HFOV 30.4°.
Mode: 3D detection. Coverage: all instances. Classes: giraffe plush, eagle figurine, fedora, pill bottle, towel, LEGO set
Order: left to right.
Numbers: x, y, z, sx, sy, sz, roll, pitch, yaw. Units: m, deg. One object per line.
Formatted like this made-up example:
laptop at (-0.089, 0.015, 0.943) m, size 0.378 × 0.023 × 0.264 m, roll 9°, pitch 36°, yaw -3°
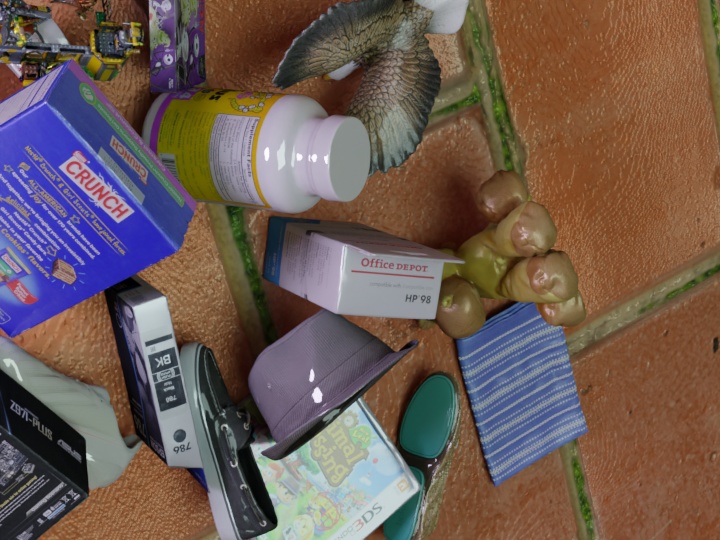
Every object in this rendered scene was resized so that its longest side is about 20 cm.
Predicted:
LEGO set at (-0.246, -0.258, 1.087) m, size 0.152 × 0.116 × 0.203 m, roll 7°, pitch 71°, yaw -24°
pill bottle at (-0.093, -0.108, 1.190) m, size 0.104 × 0.198 × 0.106 m, roll -23°, pitch 117°, yaw -56°
fedora at (-0.042, 0.096, 1.277) m, size 0.176 × 0.200 × 0.091 m, roll -36°, pitch 83°, yaw -30°
eagle figurine at (0.009, -0.206, 1.271) m, size 0.150 × 0.201 × 0.152 m, roll 20°, pitch 136°, yaw -1°
giraffe plush at (0.120, 0.001, 1.385) m, size 0.161 × 0.200 × 0.174 m, roll -28°, pitch 110°, yaw -3°
towel at (0.188, 0.132, 1.528) m, size 0.144 × 0.024 × 0.202 m, roll -26°, pitch 113°, yaw -23°

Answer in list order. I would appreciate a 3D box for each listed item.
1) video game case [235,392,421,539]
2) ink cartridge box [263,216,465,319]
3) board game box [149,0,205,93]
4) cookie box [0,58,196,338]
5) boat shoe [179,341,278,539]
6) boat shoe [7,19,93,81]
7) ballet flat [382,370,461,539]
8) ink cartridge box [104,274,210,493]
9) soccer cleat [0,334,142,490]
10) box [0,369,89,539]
video game case at (-0.055, 0.204, 1.374) m, size 0.181 × 0.022 × 0.201 m, roll -38°, pitch 104°, yaw -18°
ink cartridge box at (0.000, 0.000, 1.280) m, size 0.114 × 0.199 × 0.068 m, roll 4°, pitch 99°, yaw -30°
board game box at (-0.162, -0.264, 1.176) m, size 0.032 × 0.120 × 0.203 m, roll 1°, pitch 103°, yaw 2°
cookie box at (-0.268, -0.055, 1.115) m, size 0.198 × 0.076 × 0.172 m, roll -24°, pitch 122°, yaw 25°
boat shoe at (-0.127, 0.164, 1.290) m, size 0.056 × 0.069 × 0.203 m, roll -12°, pitch 97°, yaw 9°
boat shoe at (-0.251, -0.125, 1.179) m, size 0.065 × 0.072 × 0.202 m, roll -34°, pitch 117°, yaw -12°
ballet flat at (0.073, 0.207, 1.463) m, size 0.065 × 0.070 × 0.203 m, roll 9°, pitch 100°, yaw -59°
ink cartridge box at (-0.193, 0.111, 1.250) m, size 0.039 × 0.099 × 0.203 m, roll -19°, pitch 109°, yaw -23°
soccer cleat at (-0.277, 0.120, 1.225) m, size 0.078 × 0.069 × 0.201 m, roll -43°, pitch 126°, yaw -18°
box at (-0.359, 0.184, 1.137) m, size 0.199 × 0.086 × 0.164 m, roll -40°, pitch 121°, yaw 9°
